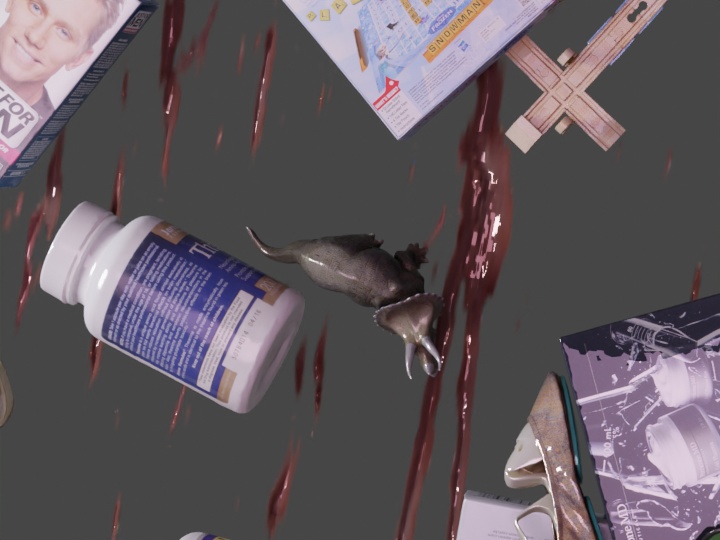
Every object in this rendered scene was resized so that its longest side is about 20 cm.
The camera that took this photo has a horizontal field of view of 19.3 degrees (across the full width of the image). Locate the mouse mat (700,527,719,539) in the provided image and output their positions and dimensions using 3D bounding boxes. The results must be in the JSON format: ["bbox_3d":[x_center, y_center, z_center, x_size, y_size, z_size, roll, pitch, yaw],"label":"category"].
[{"bbox_3d":[0.296,0.248,1.611,0.160,0.200,0.008,5,52,-20],"label":"mouse mat"}]

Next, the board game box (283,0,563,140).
[{"bbox_3d":[0.044,-0.244,1.700,0.200,0.041,0.200,-40,85,11],"label":"board game box"}]

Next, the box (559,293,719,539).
[{"bbox_3d":[0.266,0.127,1.632,0.181,0.104,0.201,-16,81,7],"label":"box"}]

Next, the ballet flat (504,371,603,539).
[{"bbox_3d":[0.150,0.175,1.666,0.067,0.068,0.201,-12,63,1],"label":"ballet flat"}]

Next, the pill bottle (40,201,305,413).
[{"bbox_3d":[-0.154,0.024,1.723,0.199,0.111,0.112,27,98,8],"label":"pill bottle"}]

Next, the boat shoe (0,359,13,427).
[{"bbox_3d":[-0.354,0.046,1.785,0.072,0.065,0.201,-22,90,11],"label":"boat shoe"}]

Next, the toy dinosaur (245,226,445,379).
[{"bbox_3d":[0.000,0.000,1.697,0.199,0.102,0.077,35,99,6],"label":"toy dinosaur"}]

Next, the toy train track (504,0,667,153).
[{"bbox_3d":[0.190,-0.174,1.683,0.115,0.033,0.200,43,99,5],"label":"toy train track"}]

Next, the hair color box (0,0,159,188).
[{"bbox_3d":[-0.270,-0.175,1.757,0.100,0.061,0.200,41,99,5],"label":"hair color box"}]

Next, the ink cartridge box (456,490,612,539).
[{"bbox_3d":[0.166,0.293,1.715,0.198,0.041,0.202,9,94,9],"label":"ink cartridge box"}]

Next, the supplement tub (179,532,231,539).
[{"bbox_3d":[-0.065,0.301,1.708,0.199,0.145,0.147,13,96,9],"label":"supplement tub"}]
